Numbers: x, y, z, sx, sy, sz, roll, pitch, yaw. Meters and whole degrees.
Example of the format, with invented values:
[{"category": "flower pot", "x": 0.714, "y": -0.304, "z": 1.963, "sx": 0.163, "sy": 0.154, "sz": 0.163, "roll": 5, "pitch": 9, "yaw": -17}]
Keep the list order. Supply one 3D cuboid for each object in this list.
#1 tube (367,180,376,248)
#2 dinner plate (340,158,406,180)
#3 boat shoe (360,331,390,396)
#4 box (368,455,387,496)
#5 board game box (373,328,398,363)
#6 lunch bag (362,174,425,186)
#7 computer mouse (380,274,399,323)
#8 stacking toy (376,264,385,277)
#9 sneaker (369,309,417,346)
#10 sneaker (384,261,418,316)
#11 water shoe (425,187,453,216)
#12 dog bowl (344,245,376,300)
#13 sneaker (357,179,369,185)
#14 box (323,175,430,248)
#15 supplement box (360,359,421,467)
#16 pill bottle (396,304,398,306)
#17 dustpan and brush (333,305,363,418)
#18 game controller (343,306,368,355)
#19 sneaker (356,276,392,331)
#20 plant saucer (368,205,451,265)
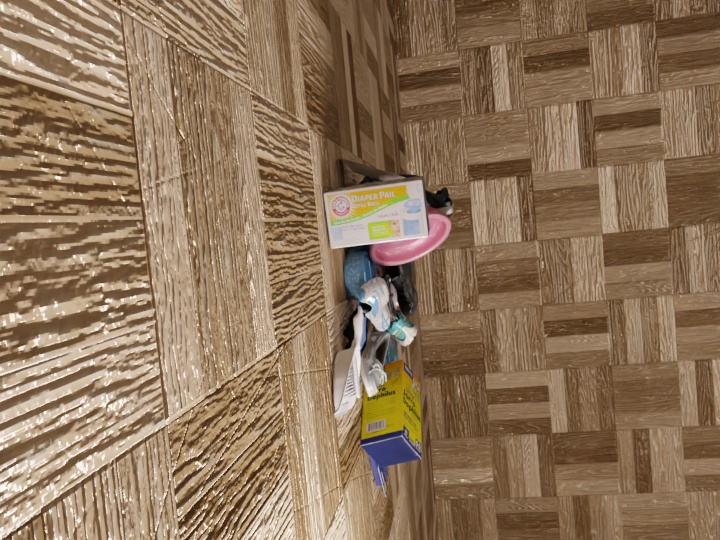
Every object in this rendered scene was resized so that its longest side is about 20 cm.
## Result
[{"category": "tube", "x": 0.040, "y": -0.114, "z": 1.562, "sx": 0.051, "sy": 0.075, "sz": 0.204, "roll": -99, "pitch": -158, "yaw": -59}, {"category": "dinner plate", "x": 0.046, "y": -0.216, "z": 1.477, "sx": 0.200, "sy": 0.196, "sz": 0.025, "roll": -21, "pitch": 129, "yaw": -80}, {"category": "boat shoe", "x": 0.035, "y": 0.210, "z": 1.515, "sx": 0.203, "sy": 0.063, "sz": 0.076, "roll": -80, "pitch": 153, "yaw": -62}, {"category": "box", "x": 0.047, "y": 0.436, "z": 1.602, "sx": 0.202, "sy": 0.032, "sz": 0.123, "roll": -84, "pitch": 165, "yaw": -51}, {"category": "board game box", "x": 0.070, "y": 0.222, "z": 1.812, "sx": 0.201, "sy": 0.046, "sz": 0.155, "roll": -70, "pitch": 154, "yaw": -70}, {"category": "lunch bag", "x": 0.083, "y": -0.161, "z": 1.626, "sx": 0.133, "sy": 0.194, "sz": 0.139, "roll": -64, "pitch": 153, "yaw": -69}, {"category": "computer mouse", "x": 0.067, "y": 0.058, "z": 1.546, "sx": 0.200, "sy": 0.043, "sz": 0.112, "roll": -104, "pitch": 177, "yaw": -86}, {"category": "stacking toy", "x": 0.048, "y": -0.003, "z": 1.686, "sx": 0.200, "sy": 0.107, "sz": 0.119, "roll": -41, "pitch": 134, "yaw": -65}, {"category": "sneaker", "x": 0.074, "y": 0.123, "z": 1.641, "sx": 0.079, "sy": 0.078, "sz": 0.199, "roll": 41, "pitch": -10, "yaw": -24}, {"category": "sneaker", "x": 0.096, "y": 0.020, "z": 1.645, "sx": 0.103, "sy": 0.059, "sz": 0.206, "roll": -11, "pitch": 99, "yaw": -57}, {"category": "water shoe", "x": 0.124, "y": -0.151, "z": 1.530, "sx": 0.071, "sy": 0.195, "sz": 0.081, "roll": -26, "pitch": -106, "yaw": 64}, {"category": "dog bowl", "x": 0.000, "y": 0.000, "z": 1.485, "sx": 0.201, "sy": 0.048, "sz": 0.114, "roll": -69, "pitch": 152, "yaw": -69}, {"category": "sneaker", "x": 0.000, "y": -0.153, "z": 1.446, "sx": 0.200, "sy": 0.078, "sz": 0.079, "roll": -137, "pitch": -151, "yaw": -76}, {"category": "box", "x": 0.034, "y": -0.117, "z": 1.287, "sx": 0.101, "sy": 0.195, "sz": 0.116, "roll": -58, "pitch": 140, "yaw": -76}, {"category": "supplement box", "x": 0.073, "y": 0.331, "z": 1.512, "sx": 0.109, "sy": 0.107, "sz": 0.203, "roll": 53, "pitch": 28, "yaw": -39}, {"category": "pill bottle", "x": 0.092, "y": -0.006, "z": 1.870, "sx": 0.113, "sy": 0.109, "sz": 0.205, "roll": -70, "pitch": 153, "yaw": -69}, {"category": "dustpan and brush", "x": -0.017, "y": 0.172, "z": 1.250, "sx": 0.140, "sy": 0.056, "sz": 0.206, "roll": 38, "pitch": 47, "yaw": -78}, {"category": "game controller", "x": -0.004, "y": 0.137, "z": 1.413, "sx": 0.200, "sy": 0.041, "sz": 0.107, "roll": -49, "pitch": 133, "yaw": -77}, {"category": "sneaker", "x": 0.027, "y": 0.076, "z": 1.384, "sx": 0.201, "sy": 0.071, "sz": 0.073, "roll": 79, "pitch": -6, "yaw": -62}, {"category": "plant saucer", "x": 0.107, "y": -0.085, "z": 1.475, "sx": 0.201, "sy": 0.196, "sz": 0.052, "roll": 64, "pitch": 4, "yaw": -65}]
